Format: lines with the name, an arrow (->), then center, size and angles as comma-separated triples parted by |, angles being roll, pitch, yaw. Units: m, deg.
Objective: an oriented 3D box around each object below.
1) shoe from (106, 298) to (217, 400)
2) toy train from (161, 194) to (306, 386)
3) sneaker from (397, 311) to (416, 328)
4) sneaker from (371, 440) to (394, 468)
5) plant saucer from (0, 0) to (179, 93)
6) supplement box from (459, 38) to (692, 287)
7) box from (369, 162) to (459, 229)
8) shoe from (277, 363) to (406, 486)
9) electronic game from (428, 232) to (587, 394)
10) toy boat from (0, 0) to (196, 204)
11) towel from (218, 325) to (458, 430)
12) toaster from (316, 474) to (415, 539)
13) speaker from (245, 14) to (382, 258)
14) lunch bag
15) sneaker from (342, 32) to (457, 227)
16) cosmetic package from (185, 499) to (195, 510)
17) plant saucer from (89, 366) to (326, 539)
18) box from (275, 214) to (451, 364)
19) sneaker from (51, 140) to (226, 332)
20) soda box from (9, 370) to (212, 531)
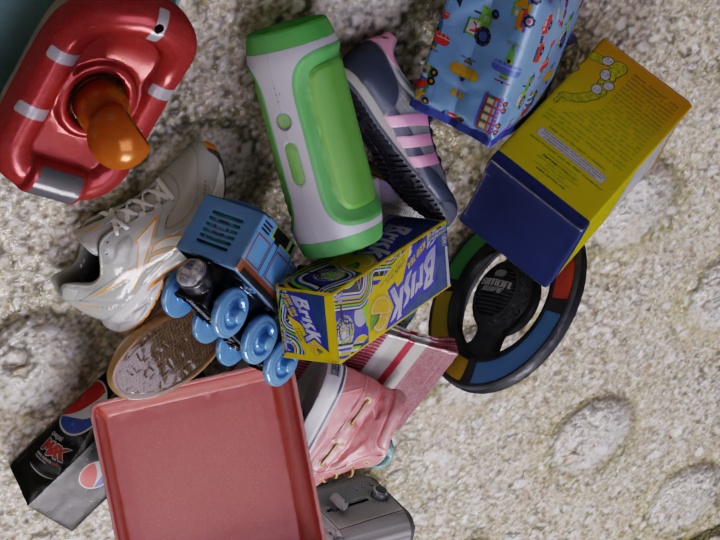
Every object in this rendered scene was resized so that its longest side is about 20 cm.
shoe -> -0.156, 0.049, 1.736 | 0.200, 0.053, 0.070 | -39, 111, -20
toy train -> -0.096, 0.022, 1.658 | 0.115, 0.086, 0.200 | -60, 147, -13
sneaker -> 0.000, 0.000, 1.791 | 0.200, 0.074, 0.082 | 34, 61, -44
sneaker -> -0.045, 0.158, 1.899 | 0.199, 0.086, 0.078 | 9, 119, -36
plant saucer -> -0.245, -0.215, 1.513 | 0.199, 0.036, 0.201 | -16, 131, -20
supplement box -> 0.201, -0.102, 1.756 | 0.200, 0.109, 0.109 | -46, 170, -32
box -> 0.009, -0.078, 1.779 | 0.199, 0.041, 0.039 | 20, 112, -40
shoe -> -0.032, 0.184, 1.832 | 0.091, 0.072, 0.201 | 22, 115, -12
electronic game -> 0.141, 0.026, 1.832 | 0.042, 0.200, 0.200 | 30, 105, -34
toy boat -> -0.204, -0.129, 1.489 | 0.130, 0.131, 0.200 | 15, 115, -39
towel -> -0.022, 0.089, 1.827 | 0.199, 0.023, 0.144 | 17, 136, -19
toaster -> -0.040, 0.315, 1.994 | 0.129, 0.114, 0.201 | -2, 126, -48
speaker -> -0.040, -0.117, 1.633 | 0.088, 0.088, 0.201 | -19, 103, -18
lunch bag -> 0.152, -0.210, 1.711 | 0.200, 0.094, 0.151 | -17, 131, -56
sneaker -> 0.048, -0.129, 1.722 | 0.082, 0.070, 0.200 | -48, 126, -19
cosmetic package -> -0.163, 0.255, 1.879 | 0.108, 0.085, 0.201 | -50, 148, -38
plant saucer -> -0.143, 0.199, 1.755 | 0.199, 0.037, 0.201 | -12, 95, -20
box -> 0.006, 0.013, 1.685 | 0.200, 0.064, 0.070 | -34, 124, -52
sneaker -> -0.198, -0.036, 1.662 | 0.092, 0.076, 0.200 | 23, 109, -37
soda box -> -0.238, 0.152, 1.790 | 0.200, 0.063, 0.071 | -44, 134, 5
